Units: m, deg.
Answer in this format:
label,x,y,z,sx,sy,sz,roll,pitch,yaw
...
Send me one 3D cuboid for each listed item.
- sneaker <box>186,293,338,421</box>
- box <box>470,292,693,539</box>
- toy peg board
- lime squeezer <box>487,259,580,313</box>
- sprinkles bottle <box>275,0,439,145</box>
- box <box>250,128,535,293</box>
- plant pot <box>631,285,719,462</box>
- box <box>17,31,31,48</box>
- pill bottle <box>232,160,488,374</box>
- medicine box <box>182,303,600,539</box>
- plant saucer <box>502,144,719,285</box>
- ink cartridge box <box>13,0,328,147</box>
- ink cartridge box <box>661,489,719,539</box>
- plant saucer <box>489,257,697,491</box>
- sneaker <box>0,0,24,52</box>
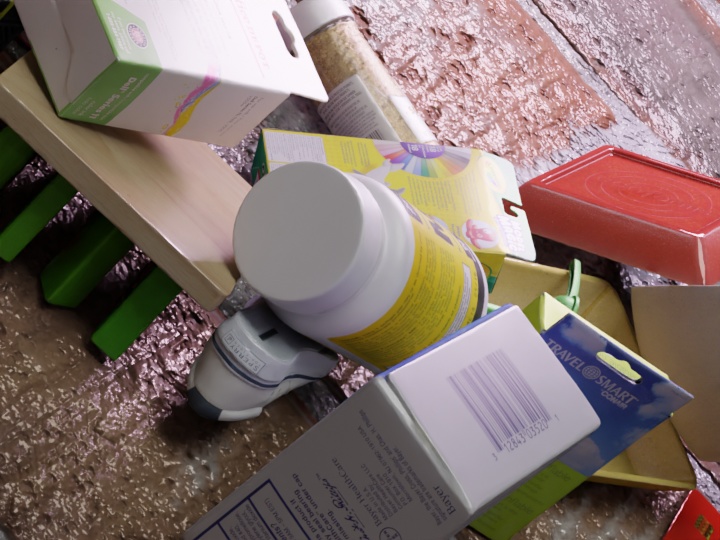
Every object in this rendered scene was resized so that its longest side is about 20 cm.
label,x,y,z,sx,sy,sz,roll,pitch,yaw
sneaker,-0.072,0.060,1.700,0.073,0.071,0.200,48,11,10
box,0.120,0.100,1.754,0.122,0.200,0.048,33,35,-23
toy peg board,-0.174,-0.048,1.690,0.200,0.098,0.199,44,17,-7
lime squeezer,0.133,0.030,1.920,0.071,0.038,0.200,28,23,30
sprinkles bottle,0.007,-0.121,1.978,0.068,0.068,0.200,-16,69,-55
box,0.025,-0.043,1.864,0.200,0.048,0.117,4,45,-14
plant pot,0.308,0.081,1.953,0.200,0.200,0.135,3,88,-48
box,-0.160,-0.212,1.853,0.103,0.095,0.200,44,33,-7
pill bottle,0.000,0.000,1.696,0.200,0.114,0.114,32,30,-62
medicine box,0.020,0.133,1.604,0.103,0.200,0.182,55,33,6
plant saucer,0.238,-0.053,2.103,0.199,0.037,0.200,20,22,25
ink cartridge box,-0.125,-0.150,1.679,0.200,0.067,0.117,8,50,-47
ink cartridge box,0.301,0.263,1.942,0.174,0.044,0.200,48,33,-3
plant saucer,0.149,0.087,1.944,0.200,0.048,0.200,12,48,-43
sneaker,-0.257,-0.191,1.696,0.200,0.075,0.076,-27,67,-26
